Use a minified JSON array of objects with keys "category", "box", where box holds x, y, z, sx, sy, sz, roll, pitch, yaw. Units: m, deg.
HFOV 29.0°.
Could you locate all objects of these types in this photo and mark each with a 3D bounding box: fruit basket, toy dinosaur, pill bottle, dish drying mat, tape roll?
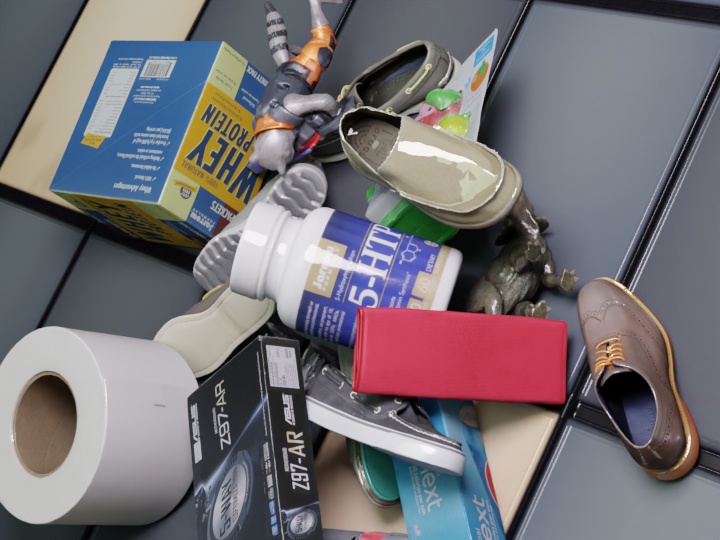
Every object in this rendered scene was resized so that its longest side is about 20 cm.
[{"category":"fruit basket","box":[0.069,-0.118,1.369,0.185,0.093,0.201,-44,32,54]},{"category":"toy dinosaur","box":[0.139,0.017,1.302,0.201,0.077,0.102,-68,20,1]},{"category":"pill bottle","box":[-0.014,0.008,1.303,0.199,0.120,0.120,18,75,4]},{"category":"dish drying mat","box":[0.089,0.075,1.225,0.018,0.199,0.077,164,110,-70]},{"category":"tape roll","box":[-0.281,0.166,1.466,0.202,0.139,0.204,-9,76,38]}]

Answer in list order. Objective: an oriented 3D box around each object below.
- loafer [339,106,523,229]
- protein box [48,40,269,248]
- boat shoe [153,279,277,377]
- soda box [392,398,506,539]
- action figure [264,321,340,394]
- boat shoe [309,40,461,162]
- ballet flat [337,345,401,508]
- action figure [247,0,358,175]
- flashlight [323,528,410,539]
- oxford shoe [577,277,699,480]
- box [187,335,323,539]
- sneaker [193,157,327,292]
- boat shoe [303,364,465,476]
[{"category":"loafer","box":[0.052,-0.094,1.235,0.200,0.068,0.076,22,84,37]},{"category":"protein box","box":[-0.219,-0.146,1.613,0.198,0.135,0.201,8,72,40]},{"category":"boat shoe","box":[-0.150,0.054,1.504,0.200,0.072,0.060,-36,5,35]},{"category":"soda box","box":[0.077,0.192,1.249,0.064,0.068,0.201,-29,52,25]},{"category":"action figure","box":[-0.094,0.160,1.402,0.130,0.069,0.201,20,83,37]},{"category":"boat shoe","box":[0.012,-0.184,1.504,0.201,0.060,0.072,-28,53,24]},{"category":"ballet flat","box":[0.012,0.140,1.343,0.064,0.067,0.201,-44,42,50]},{"category":"action figure","box":[-0.087,-0.184,1.499,0.200,0.104,0.194,-30,41,46]},{"category":"flashlight","box":[-0.024,0.272,1.292,0.199,0.068,0.068,-6,102,39]},{"category":"oxford shoe","box":[0.227,0.079,1.188,0.071,0.073,0.200,-35,50,19]},{"category":"box","box":[-0.102,0.183,1.298,0.160,0.043,0.201,-38,51,48]},{"category":"sneaker","box":[-0.102,-0.045,1.530,0.200,0.075,0.082,-41,11,22]},{"category":"boat shoe","box":[0.023,0.127,1.238,0.200,0.070,0.066,14,80,52]}]
